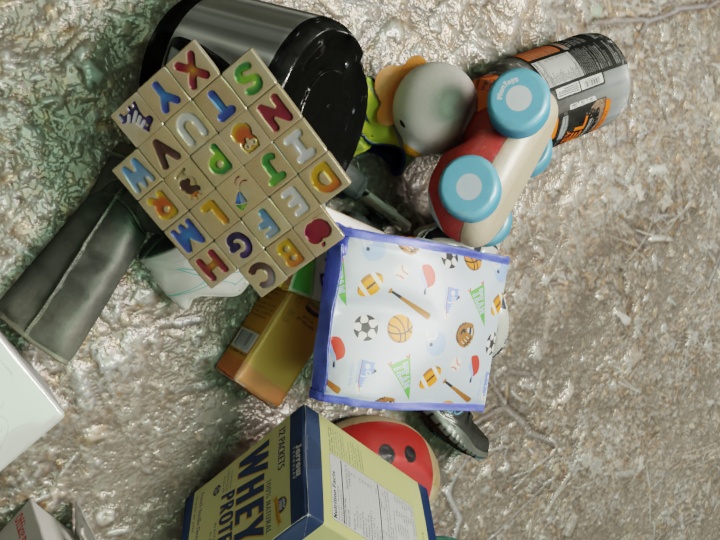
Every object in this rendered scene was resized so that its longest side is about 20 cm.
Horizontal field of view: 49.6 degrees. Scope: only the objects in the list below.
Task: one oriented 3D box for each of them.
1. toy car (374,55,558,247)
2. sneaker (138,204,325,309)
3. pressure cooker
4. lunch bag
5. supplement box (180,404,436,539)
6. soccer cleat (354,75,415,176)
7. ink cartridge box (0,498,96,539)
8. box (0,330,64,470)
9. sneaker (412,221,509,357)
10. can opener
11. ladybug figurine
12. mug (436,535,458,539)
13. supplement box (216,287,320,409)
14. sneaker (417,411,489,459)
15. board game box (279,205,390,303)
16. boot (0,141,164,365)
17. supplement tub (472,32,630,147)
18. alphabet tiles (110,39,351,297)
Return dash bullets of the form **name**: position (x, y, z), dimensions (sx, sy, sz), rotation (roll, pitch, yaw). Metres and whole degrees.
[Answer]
- **toy car**: position (0.091, -0.143, 0.830), dimensions (0.179, 0.198, 0.184), rotation (-59, 163, 2)
- **sneaker**: position (-0.122, -0.024, 0.795), dimensions (0.196, 0.071, 0.081), rotation (-19, 119, 10)
- **pressure cooker**: position (-0.111, -0.165, 0.743), dimensions (0.178, 0.197, 0.180), rotation (-58, 153, -20)
- **lunch bag**: position (0.038, 0.049, 0.792), dimensions (0.197, 0.123, 0.175), rotation (6, 92, -39)
- **supplement box**: position (-0.053, 0.288, 0.812), dimensions (0.199, 0.136, 0.199), rotation (-40, 120, 20)
- **soccer cleat**: position (-0.010, -0.175, 0.874), dimensions (0.198, 0.064, 0.085), rotation (27, 85, -30)
- **ink cartridge box**: position (-0.306, 0.327, 0.720), dimensions (0.201, 0.128, 0.126), rotation (-49, 117, -16)
- **box**: position (-0.385, 0.123, 0.662), dimensions (0.199, 0.106, 0.154), rotation (-40, 114, -20)
- **sneaker**: position (0.110, 0.026, 0.967), dimensions (0.127, 0.080, 0.204), rotation (-14, 117, -14)
- **can opener**: position (-0.024, -0.085, 0.882), dimensions (0.198, 0.053, 0.068), rotation (33, 79, -28)
- **ladybug figurine**: position (0.020, 0.248, 0.937), dimensions (0.196, 0.071, 0.139), rotation (14, 89, -31)
- **mug**: position (0.092, 0.408, 0.975), dimensions (0.185, 0.114, 0.153), rotation (44, 75, -26)
- **supplement box**: position (-0.073, 0.044, 0.862), dimensions (0.066, 0.068, 0.202), rotation (39, 78, -28)
- **sneaker**: position (0.109, 0.163, 0.979), dimensions (0.200, 0.073, 0.083), rotation (45, 73, -27)
- **board game box**: position (0.000, 0.000, 0.849), dimensions (0.197, 0.030, 0.098), rotation (21, 84, -27)
- **boot**: position (-0.224, -0.006, 0.720), dimensions (0.202, 0.179, 0.073), rotation (-57, 150, -19)
- **supplement tub**: position (0.232, -0.217, 0.978), dimensions (0.197, 0.122, 0.125), rotation (-23, 107, -25)
- **alphabet tiles**: position (-0.109, -0.079, 0.654), dimensions (0.165, 0.006, 0.201), rotation (-33, 107, 19)
